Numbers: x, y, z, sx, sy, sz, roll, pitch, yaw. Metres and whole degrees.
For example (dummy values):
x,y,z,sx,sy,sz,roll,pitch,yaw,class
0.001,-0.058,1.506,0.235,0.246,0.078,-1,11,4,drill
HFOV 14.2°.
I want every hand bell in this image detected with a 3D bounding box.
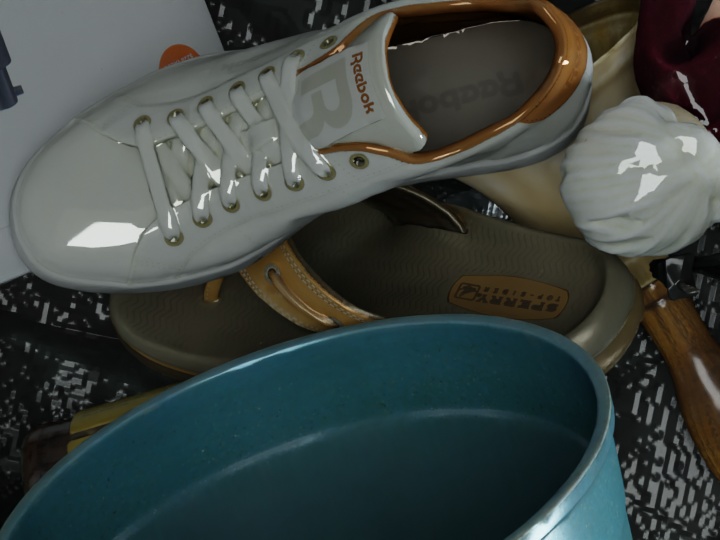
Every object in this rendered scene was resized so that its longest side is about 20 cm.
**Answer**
x,y,z,sx,sy,sz,roll,pitch,yaw,class
0.109,0.012,1.042,0.104,0.104,0.200,-32,104,2,hand bell

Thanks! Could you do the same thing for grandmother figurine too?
x,y,z,sx,sy,sz,roll,pitch,yaw,class
0.132,-0.062,0.983,0.121,0.200,0.061,48,135,3,grandmother figurine

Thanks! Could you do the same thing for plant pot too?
x,y,z,sx,sy,sz,roll,pitch,yaw,class
0.007,0.144,0.912,0.199,0.200,0.189,-18,113,1,plant pot

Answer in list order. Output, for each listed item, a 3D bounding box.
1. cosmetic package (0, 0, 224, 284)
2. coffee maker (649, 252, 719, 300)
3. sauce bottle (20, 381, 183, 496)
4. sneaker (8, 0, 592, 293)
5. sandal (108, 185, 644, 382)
x,y,z,sx,sy,sz,roll,pitch,yaw,class
-0.137,-0.070,0.986,0.052,0.200,0.151,-15,97,46,cosmetic package
0.202,0.082,1.014,0.191,0.135,0.201,-4,94,3,coffee maker
-0.020,0.060,1.033,0.199,0.065,0.065,-15,93,12,sauce bottle
-0.023,-0.050,0.929,0.199,0.085,0.073,-19,78,-1,sneaker
0.000,0.000,0.991,0.199,0.054,0.081,5,56,30,sandal
